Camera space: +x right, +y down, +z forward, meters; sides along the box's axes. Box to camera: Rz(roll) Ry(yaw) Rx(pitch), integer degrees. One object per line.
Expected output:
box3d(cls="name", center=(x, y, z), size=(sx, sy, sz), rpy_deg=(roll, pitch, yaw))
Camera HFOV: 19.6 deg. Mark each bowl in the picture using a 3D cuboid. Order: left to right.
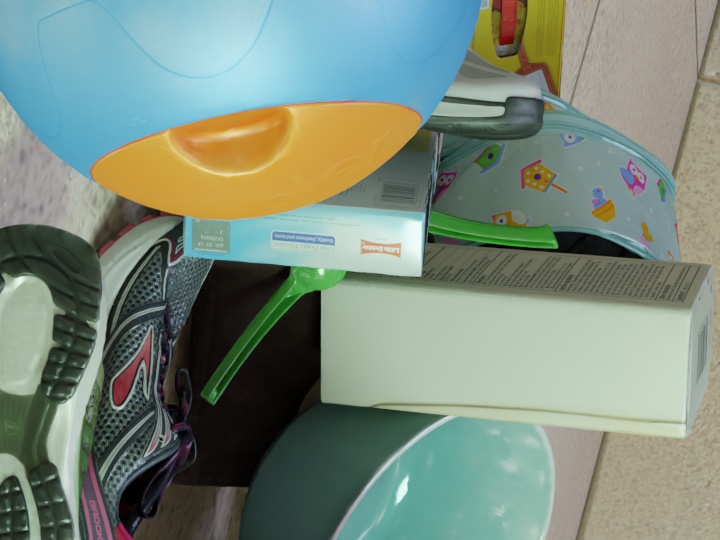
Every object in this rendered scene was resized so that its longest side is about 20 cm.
box3d(cls="bowl", center=(0.008, 0.144, 1.193), size=(0.200, 0.105, 0.202), rpy_deg=(-26, 130, -34))

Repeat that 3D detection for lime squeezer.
box3d(cls="lime squeezer", center=(0.000, 0.000, 1.074), size=(0.038, 0.199, 0.071), rpy_deg=(39, 28, -73))

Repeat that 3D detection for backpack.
box3d(cls="backpack", center=(0.097, -0.024, 1.281), size=(0.175, 0.199, 0.155), rpy_deg=(29, 58, -41))

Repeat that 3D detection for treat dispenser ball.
box3d(cls="treat dispenser ball", center=(-0.051, -0.121, 0.791), size=(0.201, 0.199, 0.203), rpy_deg=(13, 90, -76))

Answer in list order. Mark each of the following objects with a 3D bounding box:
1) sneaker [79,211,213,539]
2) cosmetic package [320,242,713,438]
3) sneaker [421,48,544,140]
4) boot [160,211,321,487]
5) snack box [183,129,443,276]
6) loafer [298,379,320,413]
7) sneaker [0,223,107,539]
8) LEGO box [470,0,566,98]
box3d(cls="sneaker", center=(-0.108, 0.064, 0.986), size=(0.081, 0.074, 0.201), rpy_deg=(78, 27, -57))
box3d(cls="cosmetic package", center=(0.086, 0.034, 1.125), size=(0.103, 0.198, 0.074), rpy_deg=(-38, 130, -68))
box3d(cls="sneaker", center=(0.008, -0.134, 1.016), size=(0.075, 0.199, 0.117), rpy_deg=(4, 101, -59))
box3d(cls="boot", center=(-0.069, 0.042, 1.136), size=(0.200, 0.072, 0.168), rpy_deg=(12, 102, -62))
box3d(cls="snack box", center=(-0.018, -0.061, 1.060), size=(0.200, 0.115, 0.037), rpy_deg=(-77, 171, -63))
box3d(cls="loafer", center=(-0.017, 0.051, 1.336), size=(0.076, 0.068, 0.202), rpy_deg=(51, 53, -72))
box3d(cls="sneaker", center=(-0.141, 0.080, 0.894), size=(0.089, 0.076, 0.202), rpy_deg=(-20, 124, -83))
box3d(cls="LEGO box", center=(0.075, -0.208, 1.317), size=(0.201, 0.076, 0.150), rpy_deg=(89, -12, -45))
